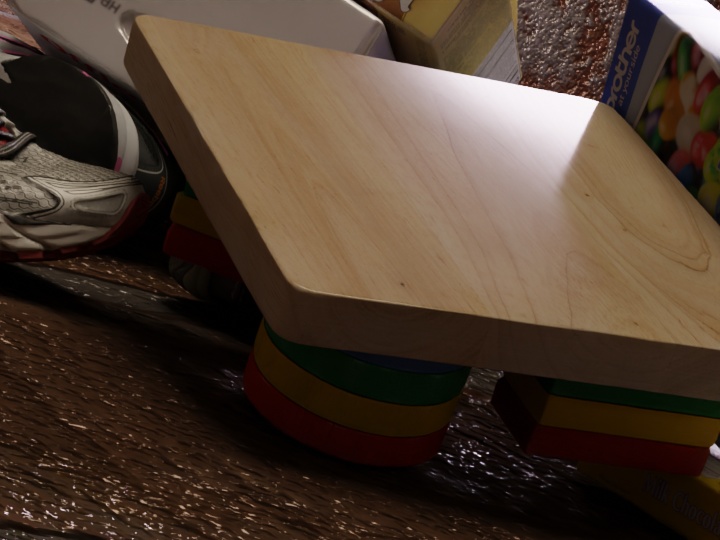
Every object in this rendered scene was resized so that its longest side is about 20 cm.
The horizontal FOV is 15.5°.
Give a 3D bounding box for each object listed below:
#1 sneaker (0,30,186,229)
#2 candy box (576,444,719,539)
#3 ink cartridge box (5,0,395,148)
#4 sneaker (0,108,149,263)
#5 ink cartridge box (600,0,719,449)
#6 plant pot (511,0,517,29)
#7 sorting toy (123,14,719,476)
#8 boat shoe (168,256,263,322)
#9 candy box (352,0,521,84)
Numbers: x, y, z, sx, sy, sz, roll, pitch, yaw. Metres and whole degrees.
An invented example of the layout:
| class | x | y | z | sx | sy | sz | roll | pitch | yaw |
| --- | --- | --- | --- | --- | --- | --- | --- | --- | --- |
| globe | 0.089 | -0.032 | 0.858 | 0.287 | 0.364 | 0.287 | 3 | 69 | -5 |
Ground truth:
| class | x | y | z | sx | sy | sz | roll | pitch | yaw |
| --- | --- | --- | --- | --- | --- | --- | --- | --- | --- |
| sneaker | -0.153 | -0.063 | 1.114 | 0.200 | 0.081 | 0.086 | 35 | 3 | 36 |
| candy box | 0.169 | 0.100 | 0.898 | 0.102 | 0.027 | 0.200 | 16 | 8 | -33 |
| ink cartridge box | -0.058 | -0.086 | 1.165 | 0.146 | 0.085 | 0.200 | 33 | -7 | 10 |
| sneaker | -0.166 | -0.058 | 0.932 | 0.199 | 0.083 | 0.078 | 22 | 7 | 7 |
| ink cartridge box | 0.128 | -0.024 | 0.985 | 0.042 | 0.120 | 0.200 | 5 | 25 | -22 |
| plant pot | -0.013 | -0.124 | 1.394 | 0.193 | 0.201 | 0.195 | 21 | 6 | 9 |
| sorting toy | 0.028 | 0.000 | 0.905 | 0.198 | 0.070 | 0.200 | 9 | 26 | -25 |
| boat shoe | 0.000 | 0.000 | 1.064 | 0.073 | 0.075 | 0.200 | 36 | 20 | 22 |
| candy box | 0.009 | -0.124 | 1.178 | 0.115 | 0.055 | 0.200 | 37 | -5 | 11 |
